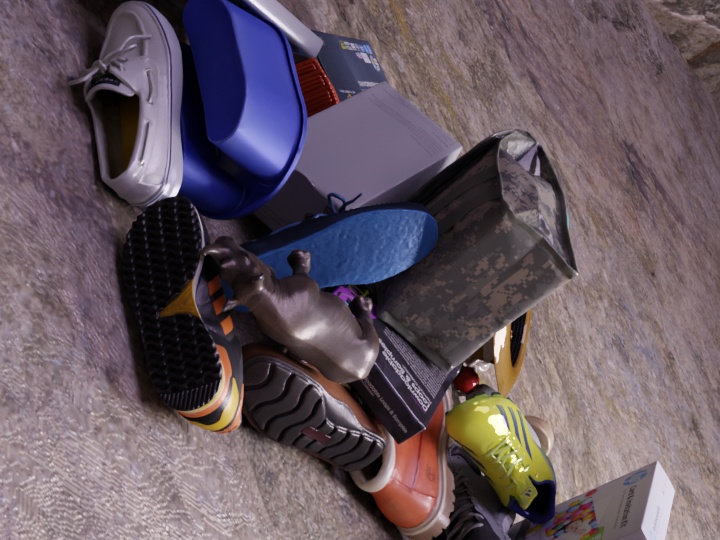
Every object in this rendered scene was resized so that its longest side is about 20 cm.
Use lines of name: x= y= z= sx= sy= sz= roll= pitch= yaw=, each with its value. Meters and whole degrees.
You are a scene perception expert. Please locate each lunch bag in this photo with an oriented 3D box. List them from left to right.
lunch bag: x=0.100 y=-0.035 z=1.652 sx=0.118 sy=0.164 sz=0.200 roll=41 pitch=24 yaw=-23

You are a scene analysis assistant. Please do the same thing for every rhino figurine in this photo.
rhino figurine: x=-0.056 y=0.027 z=1.441 sx=0.200 sy=0.060 sz=0.088 roll=35 pitch=28 yaw=-40

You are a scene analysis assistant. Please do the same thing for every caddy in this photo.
caddy: x=-0.121 y=-0.141 z=1.556 sx=0.105 sy=0.141 sz=0.200 roll=28 pitch=39 yaw=-48

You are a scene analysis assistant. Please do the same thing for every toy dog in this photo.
toy dog: x=0.110 y=0.157 z=1.836 sx=0.200 sy=0.096 sz=0.132 roll=52 pitch=21 yaw=16

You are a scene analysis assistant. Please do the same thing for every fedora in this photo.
fedora: x=0.122 y=0.032 z=1.787 sx=0.201 sy=0.082 sz=0.201 roll=7 pitch=90 yaw=-78

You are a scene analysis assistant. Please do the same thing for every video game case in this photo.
video game case: x=-0.153 y=-0.265 z=1.632 sx=0.182 sy=0.023 sz=0.200 roll=21 pitch=-10 yaw=40

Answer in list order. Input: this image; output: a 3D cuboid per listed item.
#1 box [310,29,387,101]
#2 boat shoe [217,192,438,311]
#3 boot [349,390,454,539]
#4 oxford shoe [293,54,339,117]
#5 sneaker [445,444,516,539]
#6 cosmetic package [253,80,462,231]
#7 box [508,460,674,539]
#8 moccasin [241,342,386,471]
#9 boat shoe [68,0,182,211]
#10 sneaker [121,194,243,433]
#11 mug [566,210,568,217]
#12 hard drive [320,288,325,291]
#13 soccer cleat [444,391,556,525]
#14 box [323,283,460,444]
box: x=-0.011 y=-0.181 z=1.983 sx=0.158 sy=0.051 sz=0.200 roll=66 pitch=21 yaw=7
boat shoe: x=-0.035 y=-0.027 z=1.553 sx=0.069 sy=0.200 sz=0.084 roll=-125 pitch=-153 yaw=-59
boot: x=0.031 y=0.141 z=1.663 sx=0.107 sy=0.075 sz=0.200 roll=39 pitch=32 yaw=-36
oxford shoe: x=-0.038 y=-0.127 z=1.847 sx=0.073 sy=0.071 sz=0.200 roll=6 pitch=67 yaw=-76
sneaker: x=0.087 y=0.227 z=1.701 sx=0.116 sy=0.075 sz=0.200 roll=55 pitch=11 yaw=-6
cosmetic package: x=-0.008 y=-0.094 z=1.707 sx=0.113 sy=0.081 sz=0.200 roll=42 pitch=42 yaw=17
box: x=0.195 y=0.264 z=1.706 sx=0.041 sy=0.200 sz=0.156 roll=61 pitch=22 yaw=-9
moccasin: x=-0.048 y=0.104 z=1.522 sx=0.201 sy=0.074 sz=0.078 roll=29 pitch=25 yaw=-50
boat shoe: x=-0.201 y=-0.149 z=1.490 sx=0.086 sy=0.075 sz=0.202 roll=30 pitch=47 yaw=-50
sneaker: x=-0.135 y=0.038 z=1.423 sx=0.090 sy=0.070 sz=0.200 roll=58 pitch=15 yaw=-56
mug: x=0.133 y=-0.004 z=1.926 sx=0.115 sy=0.152 sz=0.185 roll=67 pitch=-23 yaw=5
hard drive: x=0.000 y=0.000 z=1.737 sx=0.132 sy=0.025 sz=0.200 roll=59 pitch=39 yaw=-8
soccer cleat: x=0.139 y=0.178 z=1.687 sx=0.200 sy=0.065 sz=0.084 roll=48 pitch=18 yaw=-53
box: x=0.025 y=0.059 z=1.629 sx=0.143 sy=0.036 sz=0.200 roll=53 pitch=21 yaw=-5
